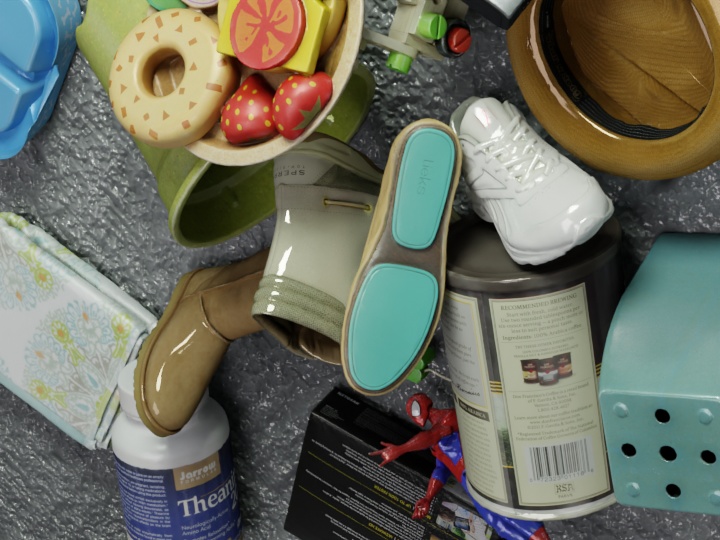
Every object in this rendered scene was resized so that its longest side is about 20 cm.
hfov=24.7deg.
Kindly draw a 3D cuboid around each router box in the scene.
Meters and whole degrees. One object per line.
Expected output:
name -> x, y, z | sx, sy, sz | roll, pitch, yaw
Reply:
router box -> 0.035, 0.213, 1.456 | 0.199, 0.051, 0.150 | 28, 128, 17

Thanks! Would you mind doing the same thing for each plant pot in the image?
plant pot -> 0.250, 0.080, 1.152 | 0.140, 0.200, 0.143 | 1, 115, 31
plant pot -> -0.120, -0.153, 1.288 | 0.185, 0.200, 0.201 | 50, 131, 15

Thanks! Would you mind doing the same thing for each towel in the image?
towel -> -0.291, 0.061, 1.590 | 0.199, 0.048, 0.172 | 35, 125, 12

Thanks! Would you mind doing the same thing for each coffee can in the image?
coffee can -> 0.136, 0.066, 1.252 | 0.145, 0.146, 0.202 | 4, 117, 31

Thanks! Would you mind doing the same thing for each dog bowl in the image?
dog bowl -> -0.311, -0.193, 1.463 | 0.111, 0.050, 0.201 | 37, 128, 10

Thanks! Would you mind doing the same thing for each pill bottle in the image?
pill bottle -> -0.173, 0.183, 1.535 | 0.110, 0.111, 0.202 | 10, 120, 28

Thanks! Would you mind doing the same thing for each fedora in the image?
fedora -> 0.197, -0.163, 1.133 | 0.199, 0.082, 0.203 | 17, 119, 32

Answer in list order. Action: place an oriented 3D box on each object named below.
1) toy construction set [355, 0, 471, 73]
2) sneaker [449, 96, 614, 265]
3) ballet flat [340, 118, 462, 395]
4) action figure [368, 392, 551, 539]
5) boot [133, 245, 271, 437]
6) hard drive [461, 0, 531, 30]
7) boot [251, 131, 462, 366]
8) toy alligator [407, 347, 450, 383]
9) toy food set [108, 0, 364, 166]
toy construction set -> 0.029, -0.221, 1.169 | 0.092, 0.130, 0.201 | 42, 107, 45
sneaker -> 0.108, -0.072, 1.173 | 0.100, 0.078, 0.200 | 57, 172, -25
ballet flat -> 0.032, -0.009, 1.187 | 0.068, 0.063, 0.202 | 16, 90, -7
action figure -> 0.079, 0.191, 1.342 | 0.201, 0.098, 0.065 | 56, 161, 25
boot -> -0.095, 0.043, 1.380 | 0.199, 0.177, 0.066 | -18, 137, 40
hard drive -> 0.101, -0.276, 1.079 | 0.139, 0.201, 0.033 | 36, 170, 11
boot -> 0.000, 0.000, 1.252 | 0.072, 0.156, 0.199 | -10, 153, 42
toy alligator -> 0.021, 0.056, 1.376 | 0.198, 0.059, 0.055 | 19, 115, 23
toy food set -> -0.083, -0.173, 1.141 | 0.199, 0.048, 0.200 | 16, 92, 34
